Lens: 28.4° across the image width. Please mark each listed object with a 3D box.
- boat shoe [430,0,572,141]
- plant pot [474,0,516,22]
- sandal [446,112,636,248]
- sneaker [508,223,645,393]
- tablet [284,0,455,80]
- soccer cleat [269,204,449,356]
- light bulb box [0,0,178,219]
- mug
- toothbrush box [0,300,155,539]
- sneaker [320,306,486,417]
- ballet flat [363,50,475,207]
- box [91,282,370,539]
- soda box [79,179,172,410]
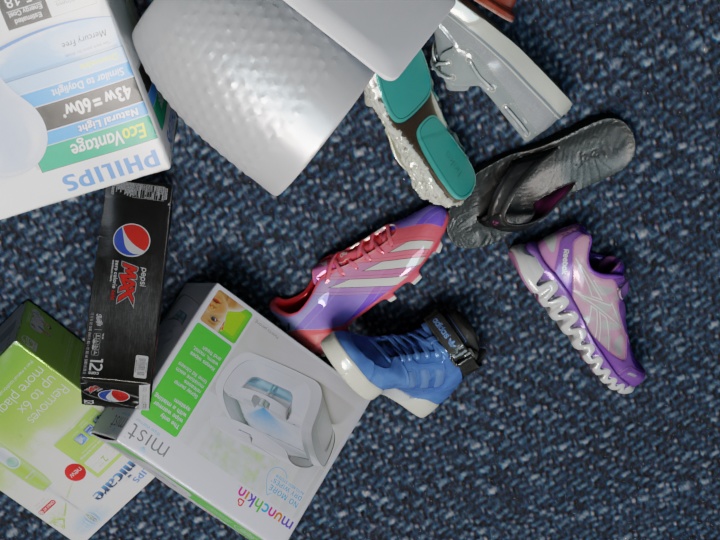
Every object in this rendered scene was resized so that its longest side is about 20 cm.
[{"bbox_3d":[0.102,-0.187,1.270,0.201,0.070,0.072,38,104,-24],"label":"boat shoe"},{"bbox_3d":[0.093,-0.337,1.136,0.200,0.201,0.196,29,104,-17],"label":"plant pot"},{"bbox_3d":[0.166,-0.082,1.341,0.200,0.048,0.075,-31,115,11],"label":"sandal"},{"bbox_3d":[0.232,0.034,1.393,0.088,0.081,0.200,-37,113,6],"label":"sneaker"},{"bbox_3d":[-0.024,-0.249,1.163,0.200,0.130,0.014,37,140,-2],"label":"tablet"},{"bbox_3d":[0.000,0.000,1.367,0.076,0.067,0.200,41,111,-16],"label":"soccer cleat"},{"bbox_3d":[-0.282,-0.168,1.226,0.197,0.125,0.201,-17,116,5],"label":"light bulb box"},{"bbox_3d":[-0.079,-0.193,1.184,0.175,0.148,0.200,38,80,-8],"label":"mug"},{"bbox_3d":[-0.304,0.153,1.413,0.146,0.086,0.200,-42,114,16],"label":"toothbrush box"},{"bbox_3d":[0.050,0.073,1.367,0.111,0.077,0.200,-42,145,13],"label":"sneaker"},{"bbox_3d":[0.038,-0.140,1.296,0.071,0.072,0.201,-23,116,8],"label":"ballet flat"},{"bbox_3d":[-0.124,0.139,1.369,0.200,0.097,0.177,39,73,-20],"label":"box"},{"bbox_3d":[-0.210,0.020,1.288,0.063,0.201,0.071,6,154,-6],"label":"soda box"}]
